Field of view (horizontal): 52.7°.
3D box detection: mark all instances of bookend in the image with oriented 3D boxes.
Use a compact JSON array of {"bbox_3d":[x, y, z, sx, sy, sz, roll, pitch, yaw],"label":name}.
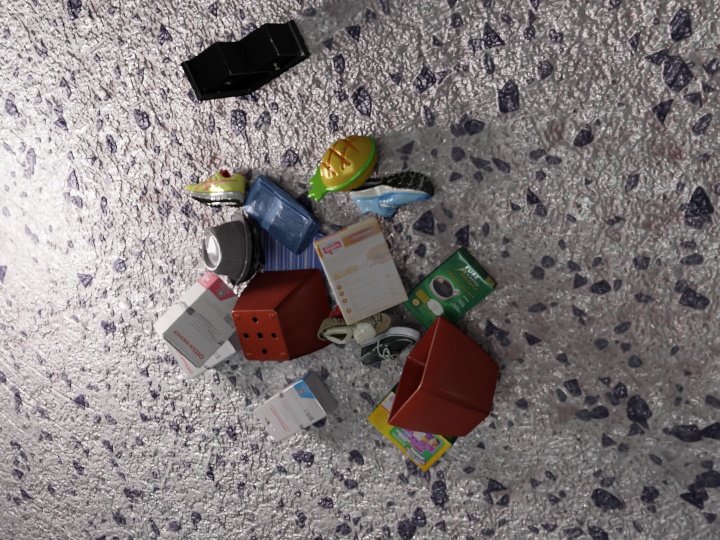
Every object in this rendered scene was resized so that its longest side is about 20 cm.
[{"bbox_3d":[-0.251,-0.467,1.609,0.200,0.199,0.092,-23,95,29],"label":"bookend"}]

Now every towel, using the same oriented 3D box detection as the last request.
[{"bbox_3d":[-0.175,-0.044,1.829,0.200,0.024,0.145,13,115,23],"label":"towel"},{"bbox_3d":[-0.197,-0.135,1.771,0.200,0.049,0.112,39,112,15],"label":"towel"}]

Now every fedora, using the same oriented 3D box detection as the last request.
[{"bbox_3d":[-0.339,-0.056,1.798,0.200,0.090,0.177,58,136,46],"label":"fedora"}]

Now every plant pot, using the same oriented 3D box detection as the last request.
[{"bbox_3d":[-0.202,0.125,1.797,0.199,0.176,0.200,-3,111,29],"label":"plant pot"},{"bbox_3d":[0.196,0.260,1.636,0.176,0.200,0.200,26,140,-4],"label":"plant pot"}]

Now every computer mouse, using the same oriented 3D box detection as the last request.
[{"bbox_3d":[-0.279,-0.028,1.835,0.200,0.053,0.139,-42,53,52],"label":"computer mouse"}]

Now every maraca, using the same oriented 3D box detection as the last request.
[{"bbox_3d":[-0.044,-0.230,1.640,0.200,0.137,0.107,-30,128,30],"label":"maraca"}]

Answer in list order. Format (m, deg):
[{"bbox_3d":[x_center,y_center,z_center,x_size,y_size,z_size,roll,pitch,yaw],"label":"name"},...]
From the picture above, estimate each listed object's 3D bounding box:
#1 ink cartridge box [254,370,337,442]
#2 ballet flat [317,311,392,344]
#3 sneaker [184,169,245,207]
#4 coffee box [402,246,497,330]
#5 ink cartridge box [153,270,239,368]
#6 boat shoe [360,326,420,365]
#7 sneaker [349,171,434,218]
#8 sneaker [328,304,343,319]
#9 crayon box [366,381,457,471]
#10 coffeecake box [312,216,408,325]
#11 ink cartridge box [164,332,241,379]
[{"bbox_3d":[-0.174,0.365,1.944,0.200,0.067,0.116,-34,92,30],"label":"ink cartridge box"},{"bbox_3d":[-0.018,0.144,1.717,0.200,0.075,0.068,-8,124,35],"label":"ballet flat"},{"bbox_3d":[-0.360,-0.210,1.835,0.200,0.078,0.090,7,78,33],"label":"sneaker"},{"bbox_3d":[0.202,0.051,1.666,0.123,0.044,0.200,46,121,2],"label":"coffee box"},{"bbox_3d":[-0.396,0.124,1.834,0.085,0.200,0.146,24,157,54],"label":"ink cartridge box"},{"bbox_3d":[0.066,0.186,1.728,0.074,0.068,0.199,31,148,-32],"label":"boat shoe"},{"bbox_3d":[0.078,-0.165,1.645,0.200,0.078,0.090,-1,125,31],"label":"sneaker"},{"bbox_3d":[-0.039,0.073,1.771,0.115,0.078,0.200,-10,102,27],"label":"sneaker"},{"bbox_3d":[0.129,0.390,1.813,0.200,0.058,0.119,41,120,7],"label":"crayon box"},{"bbox_3d":[0.000,0.000,1.661,0.153,0.073,0.200,-23,104,-4],"label":"coffeecake box"},{"bbox_3d":[-0.420,0.189,1.990,0.200,0.083,0.145,-32,93,31],"label":"ink cartridge box"}]
